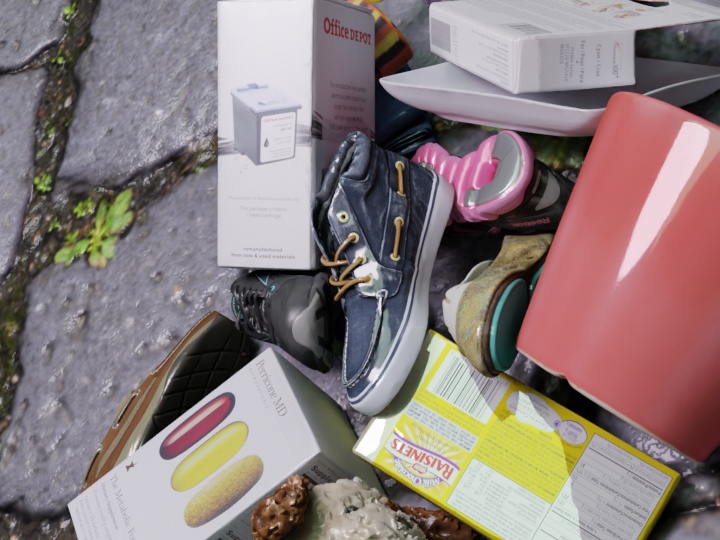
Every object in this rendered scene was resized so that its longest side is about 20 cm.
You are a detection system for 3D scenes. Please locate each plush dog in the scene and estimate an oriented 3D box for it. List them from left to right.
[{"bbox_3d":[0.008,0.213,0.945,0.161,0.199,0.172,-48,40,27],"label":"plush dog"}]

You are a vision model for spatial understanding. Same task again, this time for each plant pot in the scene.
[{"bbox_3d":[0.203,0.011,0.932,0.200,0.200,0.178,35,94,44],"label":"plant pot"}]

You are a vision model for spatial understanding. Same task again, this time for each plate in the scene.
[{"bbox_3d":[0.148,-0.134,1.094,0.199,0.199,0.033,15,113,40],"label":"plate"}]

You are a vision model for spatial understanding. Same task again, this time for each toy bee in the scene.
[{"bbox_3d":[-0.042,-0.217,1.263,0.199,0.109,0.131,-4,42,46],"label":"toy bee"}]

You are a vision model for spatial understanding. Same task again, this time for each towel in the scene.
[{"bbox_3d":[-0.032,-0.105,1.258,0.199,0.049,0.112,-30,39,13],"label":"towel"}]

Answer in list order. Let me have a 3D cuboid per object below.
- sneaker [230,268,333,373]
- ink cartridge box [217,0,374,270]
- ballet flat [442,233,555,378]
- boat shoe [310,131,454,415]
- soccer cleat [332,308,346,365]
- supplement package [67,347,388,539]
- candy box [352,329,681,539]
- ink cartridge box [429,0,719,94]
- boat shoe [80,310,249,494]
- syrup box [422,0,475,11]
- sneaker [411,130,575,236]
[{"bbox_3d":[-0.060,0.036,1.106,0.079,0.200,0.076,-1,94,-4],"label":"sneaker"},{"bbox_3d":[-0.046,-0.105,1.131,0.085,0.146,0.202,0,94,19],"label":"ink cartridge box"},{"bbox_3d":[0.094,0.022,1.012,0.070,0.071,0.200,-13,13,28],"label":"ballet flat"},{"bbox_3d":[0.000,0.000,1.030,0.071,0.091,0.201,-33,35,51],"label":"boat shoe"},{"bbox_3d":[0.045,0.097,1.076,0.200,0.064,0.084,51,133,36],"label":"soccer cleat"},{"bbox_3d":[-0.097,0.174,1.077,0.200,0.110,0.114,-38,47,7],"label":"supplement package"},{"bbox_3d":[0.103,0.131,0.974,0.199,0.026,0.103,30,82,21],"label":"candy box"},{"bbox_3d":[0.164,-0.179,1.104,0.175,0.045,0.200,-7,19,-13],"label":"ink cartridge box"},{"bbox_3d":[-0.168,0.120,1.190,0.074,0.076,0.201,19,72,45],"label":"boat shoe"},{"bbox_3d":[0.073,-0.263,1.189,0.081,0.200,0.079,-33,48,12],"label":"syrup box"},{"bbox_3d":[0.098,-0.053,1.120,0.200,0.095,0.080,3,75,64],"label":"sneaker"}]
